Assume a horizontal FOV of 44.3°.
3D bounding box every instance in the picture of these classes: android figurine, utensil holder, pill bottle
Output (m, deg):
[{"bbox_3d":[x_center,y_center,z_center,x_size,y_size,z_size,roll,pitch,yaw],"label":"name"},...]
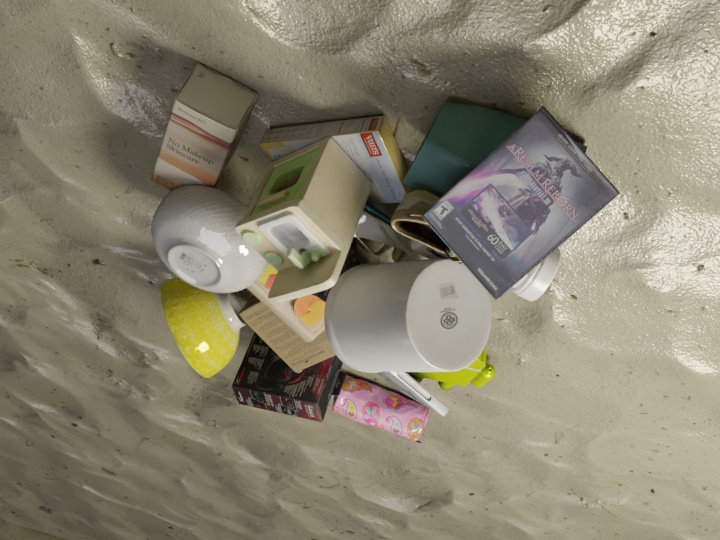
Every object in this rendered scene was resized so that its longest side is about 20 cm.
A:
[{"bbox_3d":[0.156,0.169,1.618,0.181,0.041,0.200,15,153,-8],"label":"android figurine"},{"bbox_3d":[0.069,0.069,1.297,0.170,0.170,0.200,41,156,-25],"label":"utensil holder"},{"bbox_3d":[0.187,-0.039,1.304,0.199,0.120,0.120,28,143,-9],"label":"pill bottle"}]

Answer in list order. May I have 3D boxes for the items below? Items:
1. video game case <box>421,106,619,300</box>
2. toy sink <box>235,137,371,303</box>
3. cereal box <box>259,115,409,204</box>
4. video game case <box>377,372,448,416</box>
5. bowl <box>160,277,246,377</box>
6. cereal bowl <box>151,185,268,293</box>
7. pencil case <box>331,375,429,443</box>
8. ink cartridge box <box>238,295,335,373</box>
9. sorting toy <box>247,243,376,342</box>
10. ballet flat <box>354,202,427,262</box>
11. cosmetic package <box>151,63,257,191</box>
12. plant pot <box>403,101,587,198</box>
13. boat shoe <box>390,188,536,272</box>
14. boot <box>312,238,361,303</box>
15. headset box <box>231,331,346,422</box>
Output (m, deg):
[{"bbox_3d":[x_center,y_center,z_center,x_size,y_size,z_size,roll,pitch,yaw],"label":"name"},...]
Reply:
[{"bbox_3d":[0.196,-0.081,1.093,0.200,0.019,0.143,-42,90,11],"label":"video game case"},{"bbox_3d":[-0.088,-0.073,1.257,0.130,0.201,0.112,-16,131,40],"label":"toy sink"},{"bbox_3d":[-0.033,-0.158,1.325,0.199,0.040,0.144,-1,139,26],"label":"cereal box"},{"bbox_3d":[0.054,0.190,1.652,0.182,0.022,0.200,42,171,-25],"label":"video game case"},{"bbox_3d":[-0.280,0.089,1.663,0.107,0.201,0.200,-25,131,5],"label":"bowl"},{"bbox_3d":[-0.243,-0.033,1.391,0.199,0.084,0.201,14,140,12],"label":"cereal bowl"},{"bbox_3d":[0.042,0.283,1.806,0.199,0.088,0.088,19,143,0],"label":"pencil case"},{"bbox_3d":[-0.102,0.085,1.610,0.165,0.075,0.200,47,137,-15],"label":"ink cartridge box"},{"bbox_3d":[-0.091,0.006,1.473,0.185,0.037,0.200,43,111,-12],"label":"sorting toy"},{"bbox_3d":[0.053,-0.045,1.373,0.199,0.070,0.069,26,146,-32],"label":"ballet flat"},{"bbox_3d":[-0.239,-0.198,1.332,0.103,0.088,0.200,26,143,-6],"label":"cosmetic package"},{"bbox_3d":[0.172,-0.127,1.189,0.199,0.142,0.142,28,143,-2],"label":"plant pot"},{"bbox_3d":[0.135,-0.037,1.154,0.199,0.065,0.072,27,143,9],"label":"boat shoe"},{"bbox_3d":[0.000,0.000,1.424,0.174,0.069,0.200,36,107,-15],"label":"boot"},{"bbox_3d":[-0.130,0.203,1.732,0.199,0.149,0.075,9,144,14],"label":"headset box"}]
